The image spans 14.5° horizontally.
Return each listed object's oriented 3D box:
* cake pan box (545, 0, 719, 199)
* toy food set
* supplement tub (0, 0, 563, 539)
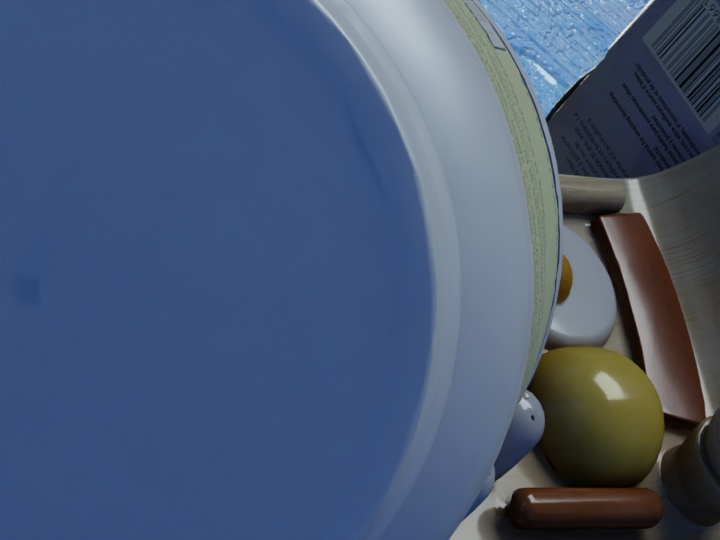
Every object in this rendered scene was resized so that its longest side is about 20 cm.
[{"bbox_3d":[0.120,0.019,0.949,0.052,0.184,0.200,-9,57,-48],"label":"cake pan box"},{"bbox_3d":[0.063,0.019,0.816,0.200,0.060,0.144,4,60,-40],"label":"toy food set"},{"bbox_3d":[-0.038,-0.003,0.507,0.145,0.145,0.200,41,7,2],"label":"supplement tub"}]
